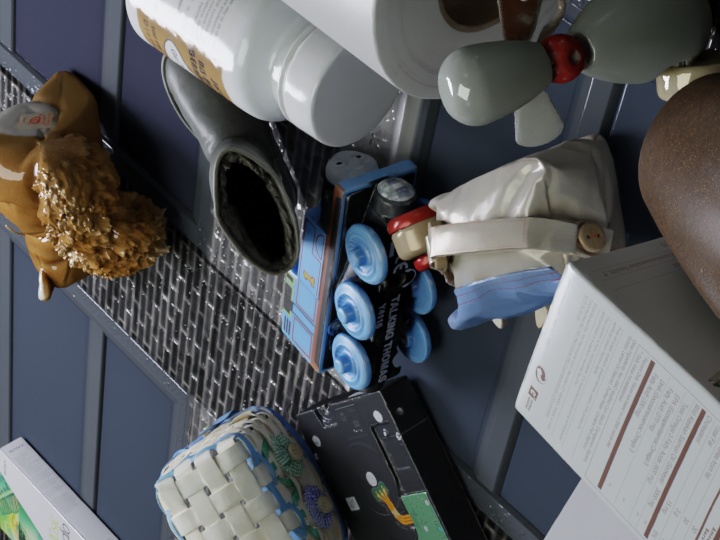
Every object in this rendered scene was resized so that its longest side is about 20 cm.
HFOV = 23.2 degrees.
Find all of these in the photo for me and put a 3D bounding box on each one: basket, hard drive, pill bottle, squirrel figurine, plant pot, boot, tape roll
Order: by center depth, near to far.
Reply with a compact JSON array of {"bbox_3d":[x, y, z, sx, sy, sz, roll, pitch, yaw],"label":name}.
[{"bbox_3d":[0.241,-0.030,0.920,0.200,0.186,0.188,41,142,52],"label":"plant pot"},{"bbox_3d":[0.036,-0.220,1.018,0.139,0.202,0.203,41,140,30],"label":"tape roll"},{"bbox_3d":[-0.068,-0.173,1.262,0.200,0.114,0.115,36,138,33],"label":"pill bottle"},{"bbox_3d":[-0.099,-0.090,1.310,0.182,0.072,0.200,56,-170,-7],"label":"boot"},{"bbox_3d":[0.034,0.191,1.443,0.140,0.038,0.201,-23,93,56],"label":"hard drive"},{"bbox_3d":[-0.089,0.210,1.523,0.177,0.139,0.200,59,-177,2],"label":"basket"},{"bbox_3d":[-0.269,-0.052,1.595,0.200,0.141,0.187,33,143,39],"label":"squirrel figurine"}]

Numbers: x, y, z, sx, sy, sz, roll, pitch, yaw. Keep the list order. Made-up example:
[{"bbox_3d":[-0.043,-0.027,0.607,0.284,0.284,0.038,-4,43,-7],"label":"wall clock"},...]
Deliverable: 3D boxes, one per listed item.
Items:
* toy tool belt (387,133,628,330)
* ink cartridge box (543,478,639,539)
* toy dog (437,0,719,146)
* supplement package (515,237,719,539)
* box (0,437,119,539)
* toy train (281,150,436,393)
[{"bbox_3d":[0.100,-0.002,1.151,0.200,0.124,0.123,-23,87,53],"label":"toy tool belt"},{"bbox_3d":[0.185,0.244,1.119,0.084,0.145,0.200,9,147,50],"label":"ink cartridge box"},{"bbox_3d":[0.122,-0.134,0.995,0.096,0.199,0.133,16,100,59],"label":"toy dog"},{"bbox_3d":[0.202,0.085,0.983,0.200,0.116,0.118,46,136,35],"label":"supplement package"},{"bbox_3d":[-0.348,0.306,2.024,0.200,0.036,0.145,40,140,31],"label":"box"},{"bbox_3d":[0.000,0.000,1.320,0.114,0.086,0.201,44,142,35],"label":"toy train"}]
